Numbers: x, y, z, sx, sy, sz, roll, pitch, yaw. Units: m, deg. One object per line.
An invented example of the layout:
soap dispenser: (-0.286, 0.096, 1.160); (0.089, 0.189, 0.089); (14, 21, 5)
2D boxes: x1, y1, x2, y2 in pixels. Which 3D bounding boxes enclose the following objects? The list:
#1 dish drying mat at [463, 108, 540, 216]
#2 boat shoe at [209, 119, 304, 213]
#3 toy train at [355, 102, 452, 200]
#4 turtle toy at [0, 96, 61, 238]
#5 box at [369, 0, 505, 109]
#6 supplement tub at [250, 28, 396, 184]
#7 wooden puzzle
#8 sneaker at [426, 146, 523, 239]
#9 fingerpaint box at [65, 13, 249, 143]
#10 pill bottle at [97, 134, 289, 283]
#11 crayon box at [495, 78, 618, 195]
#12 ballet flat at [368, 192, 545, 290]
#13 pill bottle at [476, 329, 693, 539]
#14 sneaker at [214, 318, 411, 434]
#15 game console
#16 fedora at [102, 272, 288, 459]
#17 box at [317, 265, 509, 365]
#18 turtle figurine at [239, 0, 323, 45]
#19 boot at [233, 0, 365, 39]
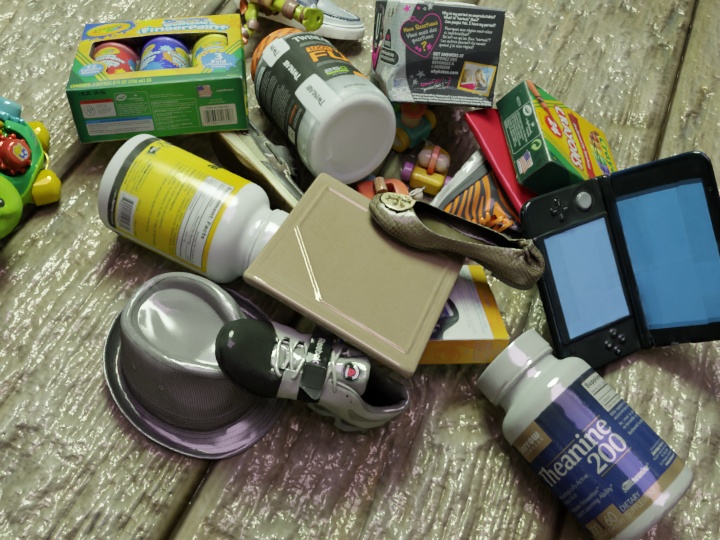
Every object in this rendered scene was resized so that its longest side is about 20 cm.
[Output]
dish drying mat: (0.192, -0.103, 0.855); (0.076, 0.018, 0.203); (-16, 75, -42)
boat shoe: (-0.102, -0.117, 0.859); (0.064, 0.074, 0.200); (-35, 68, -22)
toy train: (0.043, -0.151, 0.916); (0.147, 0.056, 0.203); (-2, 58, -11)
turtle toy: (-0.407, -0.110, 0.788); (0.143, 0.102, 0.202); (-16, 61, -18)
box: (0.086, -0.278, 0.914); (0.129, 0.117, 0.200); (2, 19, -8)
supplement tub: (-0.053, -0.206, 0.882); (0.121, 0.124, 0.201); (-21, 49, -21)
wooden puzzle: (0.000, 0.000, 0.735); (0.183, 0.038, 0.201); (30, 43, 2)
sneaker: (0.135, -0.055, 0.857); (0.112, 0.078, 0.200); (42, 73, 2)
fingerpaint box: (-0.238, -0.238, 0.883); (0.195, 0.074, 0.169); (-5, 43, -5)
pill bottle: (-0.170, -0.058, 0.786); (0.197, 0.113, 0.113); (25, 56, 7)
crayon box: (0.258, -0.133, 0.887); (0.198, 0.051, 0.129); (20, 49, -37)
ballet flat: (0.103, -0.040, 0.762); (0.197, 0.047, 0.068); (25, 40, 0)
pill bottle: (0.209, 0.158, 0.708); (0.110, 0.112, 0.200); (-32, 67, -26)
sneaker: (-0.036, 0.089, 0.673); (0.198, 0.088, 0.075); (26, 57, -30)
game console: (0.286, -0.002, 0.771); (0.168, 0.118, 0.204); (-19, 95, -19)
fedora: (-0.160, 0.075, 0.714); (0.199, 0.091, 0.177); (39, 60, 16)
box: (0.048, 0.045, 0.782); (0.195, 0.042, 0.120); (-1, 40, -8)
turtle figurine: (-0.120, -0.360, 0.969); (0.159, 0.064, 0.204); (20, 92, 29)
boot: (-0.081, -0.392, 1.020); (0.196, 0.092, 0.073); (17, 29, 2)
